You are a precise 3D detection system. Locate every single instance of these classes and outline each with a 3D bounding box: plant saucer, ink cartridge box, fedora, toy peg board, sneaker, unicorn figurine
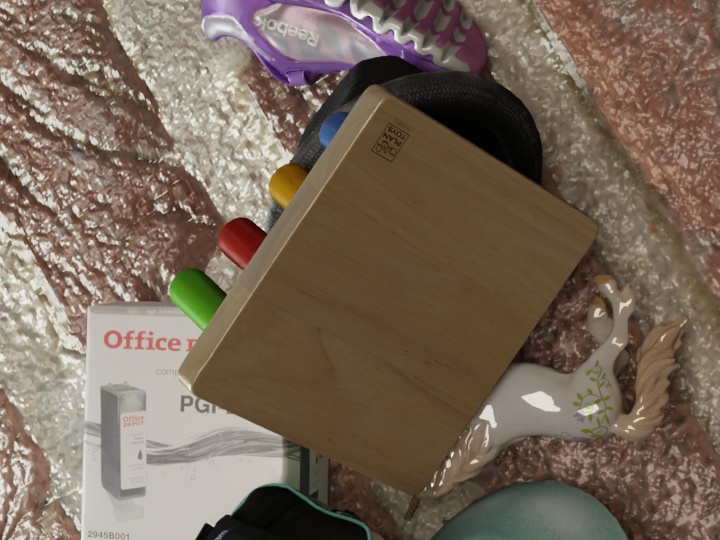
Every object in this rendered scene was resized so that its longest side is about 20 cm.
[{"bbox_3d":[0.077,0.215,1.455,0.201,0.039,0.201,-25,51,35],"label":"plant saucer"},{"bbox_3d":[-0.099,0.120,1.551,0.146,0.085,0.200,1,87,19],"label":"ink cartridge box"},{"bbox_3d":[0.015,-0.059,1.488,0.201,0.201,0.092,-42,45,14],"label":"fedora"},{"bbox_3d":[0.000,0.000,1.418,0.199,0.200,0.098,-56,42,6],"label":"toy peg board"},{"bbox_3d":[-0.018,-0.153,1.538,0.200,0.080,0.089,24,118,8],"label":"sneaker"},{"bbox_3d":[0.097,0.075,1.484,0.200,0.074,0.137,-6,68,35],"label":"unicorn figurine"}]

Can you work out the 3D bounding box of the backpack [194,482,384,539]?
[{"bbox_3d":[-0.038,0.226,1.385,0.176,0.200,0.153,-44,102,-18],"label":"backpack"}]
